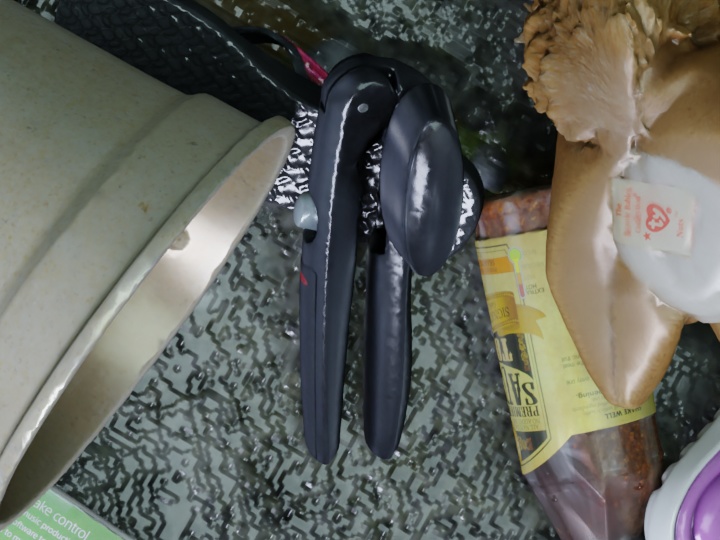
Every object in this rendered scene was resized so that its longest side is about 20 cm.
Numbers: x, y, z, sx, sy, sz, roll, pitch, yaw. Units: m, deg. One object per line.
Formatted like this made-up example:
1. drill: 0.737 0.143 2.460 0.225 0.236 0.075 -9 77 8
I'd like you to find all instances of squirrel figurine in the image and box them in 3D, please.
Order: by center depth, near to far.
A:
1. squirrel figurine: 0.153 -0.065 1.096 0.200 0.141 0.186 57 37 1

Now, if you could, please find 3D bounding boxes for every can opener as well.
1. can opener: 0.000 0.000 1.102 0.063 0.079 0.201 6 127 -7

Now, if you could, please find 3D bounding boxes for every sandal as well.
1. sandal: -0.039 -0.066 1.133 0.199 0.045 0.075 27 123 -8
2. sandal: 0.201 0.064 1.155 0.203 0.050 0.083 -52 121 -20

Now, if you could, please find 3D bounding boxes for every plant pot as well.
1. plant pot: -0.157 -0.030 1.054 0.183 0.200 0.201 36 84 3

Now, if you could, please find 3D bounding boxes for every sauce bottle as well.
1. sauce bottle: 0.096 0.061 1.150 0.066 0.066 0.201 -11 90 -10

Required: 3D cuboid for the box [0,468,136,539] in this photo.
1. box: -0.200 0.161 1.114 0.144 0.036 0.200 35 86 -8
